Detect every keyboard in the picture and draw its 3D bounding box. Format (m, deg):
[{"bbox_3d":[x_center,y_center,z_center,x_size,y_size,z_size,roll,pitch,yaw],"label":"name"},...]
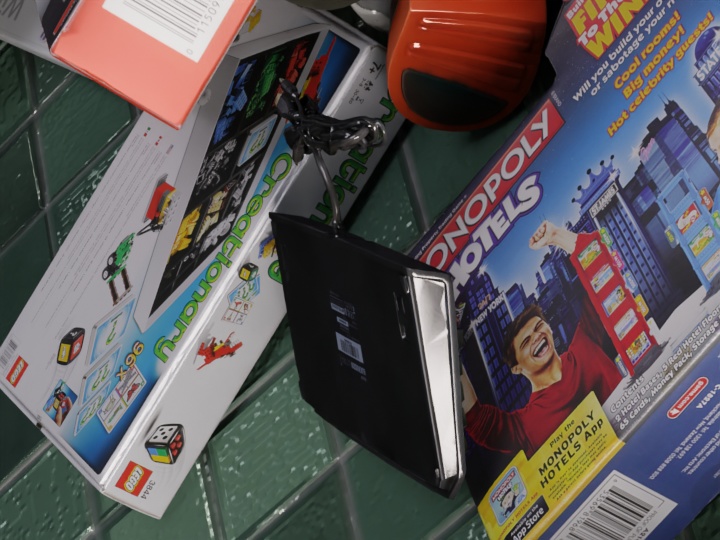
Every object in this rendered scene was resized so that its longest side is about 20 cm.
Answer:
[{"bbox_3d":[0.000,0.000,1.004,0.200,0.020,0.128,-157,56,-74],"label":"keyboard"}]

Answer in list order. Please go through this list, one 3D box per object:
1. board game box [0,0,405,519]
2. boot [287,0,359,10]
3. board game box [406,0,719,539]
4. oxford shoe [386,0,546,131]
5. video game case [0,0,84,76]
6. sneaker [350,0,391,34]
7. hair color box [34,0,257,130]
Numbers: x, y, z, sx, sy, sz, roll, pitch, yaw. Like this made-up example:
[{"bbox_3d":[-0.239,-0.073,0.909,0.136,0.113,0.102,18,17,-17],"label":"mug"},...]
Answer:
[{"bbox_3d":[-0.064,-0.016,1.177,0.201,0.035,0.126,-58,34,3],"label":"board game box"},{"bbox_3d":[0.012,-0.209,1.037,0.139,0.077,0.201,113,164,-62],"label":"boot"},{"bbox_3d":[0.100,-0.026,0.959,0.200,0.061,0.200,-49,34,21],"label":"board game box"},{"bbox_3d":[0.049,-0.143,1.044,0.201,0.071,0.073,115,160,-44],"label":"oxford shoe"},{"bbox_3d":[-0.094,-0.184,1.345,0.143,0.018,0.201,25,87,54],"label":"video game case"},{"bbox_3d":[0.034,-0.188,1.148,0.077,0.078,0.201,5,76,30],"label":"sneaker"},{"bbox_3d":[-0.078,-0.126,1.175,0.102,0.061,0.200,-59,12,5],"label":"hair color box"}]
